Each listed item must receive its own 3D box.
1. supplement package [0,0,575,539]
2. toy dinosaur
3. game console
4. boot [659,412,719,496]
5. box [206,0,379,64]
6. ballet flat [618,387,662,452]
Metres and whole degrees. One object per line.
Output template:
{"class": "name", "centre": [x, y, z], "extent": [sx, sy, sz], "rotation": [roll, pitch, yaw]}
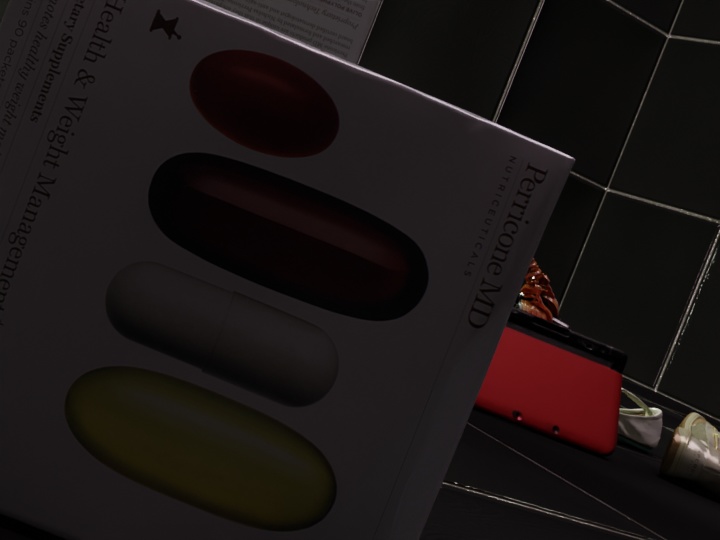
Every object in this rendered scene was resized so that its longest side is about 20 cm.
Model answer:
{"class": "supplement package", "centre": [-0.053, 0.007, 0.530], "extent": [0.199, 0.192, 0.147], "rotation": [21, 3, -2]}
{"class": "toy dinosaur", "centre": [0.198, 0.051, 1.670], "extent": [0.135, 0.202, 0.102], "rotation": [10, 11, 31]}
{"class": "game console", "centre": [0.184, 0.110, 1.534], "extent": [0.199, 0.119, 0.172], "rotation": [22, -2, -14]}
{"class": "boot", "centre": [0.433, 0.229, 1.584], "extent": [0.154, 0.073, 0.200], "rotation": [22, 7, 18]}
{"class": "box", "centre": [-0.104, -0.256, 1.504], "extent": [0.199, 0.172, 0.199], "rotation": [19, 5, -9]}
{"class": "ballet flat", "centre": [0.303, 0.173, 1.732], "extent": [0.199, 0.070, 0.069], "rotation": [21, 2, -27]}
